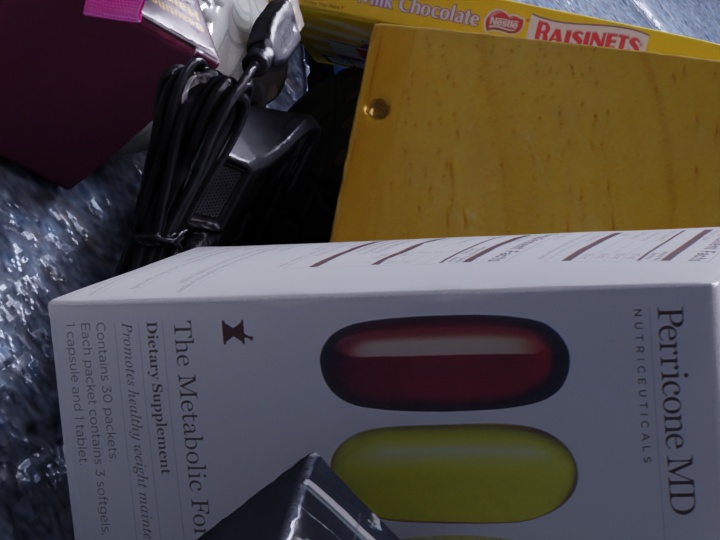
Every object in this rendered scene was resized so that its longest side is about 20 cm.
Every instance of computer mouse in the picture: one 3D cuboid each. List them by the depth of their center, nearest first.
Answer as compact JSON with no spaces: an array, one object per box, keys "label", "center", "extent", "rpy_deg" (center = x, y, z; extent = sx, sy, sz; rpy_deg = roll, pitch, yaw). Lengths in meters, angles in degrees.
[{"label":"computer mouse","center":[-0.055,-0.048,0.749],"extent":[0.046,0.140,0.200],"rpy_deg":[27,24,6]}]

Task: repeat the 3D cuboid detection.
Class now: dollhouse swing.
[{"label":"dollhouse swing","center":[0.102,-0.001,0.776],"extent":[0.176,0.200,0.182],"rpy_deg":[75,25,-67]}]

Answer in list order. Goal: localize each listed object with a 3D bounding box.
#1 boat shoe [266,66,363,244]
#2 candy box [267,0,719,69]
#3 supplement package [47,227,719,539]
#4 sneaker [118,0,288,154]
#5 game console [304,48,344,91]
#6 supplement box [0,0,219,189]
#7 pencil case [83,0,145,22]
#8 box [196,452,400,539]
[{"label":"boat shoe","center":[0.000,0.000,0.862],"extent":[0.074,0.076,0.200],"rpy_deg":[41,32,-37]},{"label":"candy box","center":[0.066,-0.092,0.860],"extent":[0.200,0.026,0.102],"rpy_deg":[13,-8,13]},{"label":"supplement package","center":[0.023,0.050,0.612],"extent":[0.110,0.200,0.114],"rpy_deg":[-25,111,-67]},{"label":"sneaker","center":[-0.068,-0.093,0.870],"extent":[0.081,0.075,0.200],"rpy_deg":[54,21,-18]},{"label":"game console","center":[0.014,-0.197,1.009],"extent":[0.171,0.200,0.118],"rpy_deg":[51,22,0]},{"label":"supplement box","center":[-0.141,-0.144,0.774],"extent":[0.110,0.086,0.200],"rpy_deg":[29,31,-45]},{"label":"pencil case","center":[-0.059,-0.156,0.735],"extent":[0.088,0.088,0.200],"rpy_deg":[48,24,-8]},{"label":"box","center":[-0.003,0.188,0.491],"extent":[0.197,0.124,0.200],"rpy_deg":[45,23,-12]}]
